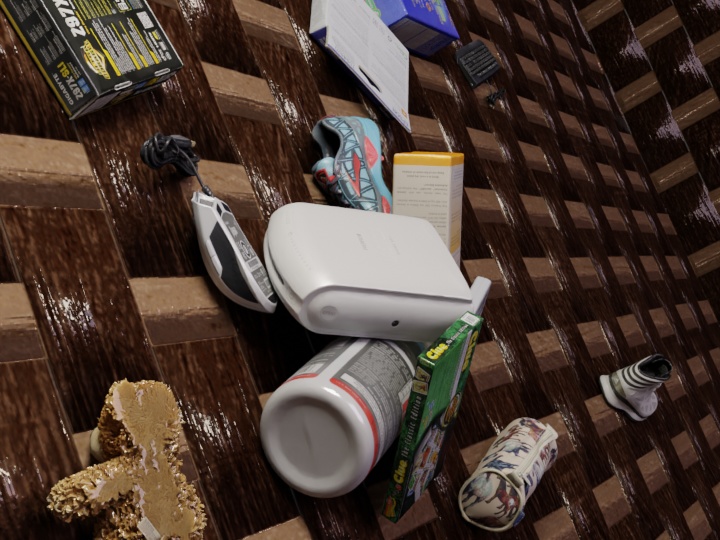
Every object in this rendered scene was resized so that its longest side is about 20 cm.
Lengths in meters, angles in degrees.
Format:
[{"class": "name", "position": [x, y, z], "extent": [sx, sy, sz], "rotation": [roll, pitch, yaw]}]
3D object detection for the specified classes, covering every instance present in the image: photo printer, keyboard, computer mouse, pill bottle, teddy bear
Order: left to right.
[{"class": "teddy bear", "position": [-0.168, 0.186, 0.805], "extent": [0.144, 0.066, 0.203], "rotation": [-12, 82, -53]}, {"class": "computer mouse", "position": [-0.146, -0.039, 1.051], "extent": [0.202, 0.043, 0.110], "rotation": [61, 7, -2]}, {"class": "pill bottle", "position": [-0.008, 0.129, 1.065], "extent": [0.117, 0.115, 0.200], "rotation": [60, 27, -3]}, {"class": "photo printer", "position": [0.000, 0.000, 1.109], "extent": [0.197, 0.070, 0.167], "rotation": [7, 32, -22]}, {"class": "keyboard", "position": [0.239, -0.378, 2.072], "extent": [0.128, 0.020, 0.200], "rotation": [59, 28, -7]}]

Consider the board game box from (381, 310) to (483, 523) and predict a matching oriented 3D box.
[{"class": "board game box", "position": [0.070, 0.147, 1.077], "extent": [0.023, 0.203, 0.104], "rotation": [26, 34, 24]}]

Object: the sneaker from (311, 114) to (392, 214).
[{"class": "sneaker", "position": [-0.020, -0.101, 1.328], "extent": [0.094, 0.079, 0.203], "rotation": [8, 56, -31]}]

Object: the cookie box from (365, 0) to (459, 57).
[{"class": "cookie box", "position": [0.063, -0.455, 1.772], "extent": [0.199, 0.075, 0.174], "rotation": [2, 64, -60]}]

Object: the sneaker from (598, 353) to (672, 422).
[{"class": "sneaker", "position": [0.510, 0.207, 1.906], "extent": [0.199, 0.114, 0.077], "rotation": [22, 46, -52]}]

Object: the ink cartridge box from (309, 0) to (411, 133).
[{"class": "ink cartridge box", "position": [0.001, -0.314, 1.571], "extent": [0.199, 0.040, 0.202], "rotation": [42, 33, -34]}]

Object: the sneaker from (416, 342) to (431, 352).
[{"class": "sneaker", "position": [0.001, 0.046, 1.219], "extent": [0.200, 0.074, 0.082], "rotation": [49, 36, -7]}]

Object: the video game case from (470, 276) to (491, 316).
[{"class": "video game case", "position": [0.094, 0.124, 1.217], "extent": [0.022, 0.185, 0.200], "rotation": [19, 26, 11]}]

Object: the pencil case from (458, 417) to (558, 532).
[{"class": "pencil case", "position": [0.189, 0.247, 1.334], "extent": [0.079, 0.089, 0.200], "rotation": [61, 26, 0]}]

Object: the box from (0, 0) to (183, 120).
[{"class": "box", "position": [-0.272, -0.257, 1.032], "extent": [0.202, 0.049, 0.160], "rotation": [59, 29, -7]}]

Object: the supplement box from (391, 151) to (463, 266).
[{"class": "supplement box", "position": [0.080, -0.040, 1.303], "extent": [0.126, 0.072, 0.204], "rotation": [-29, 121, -76]}]
